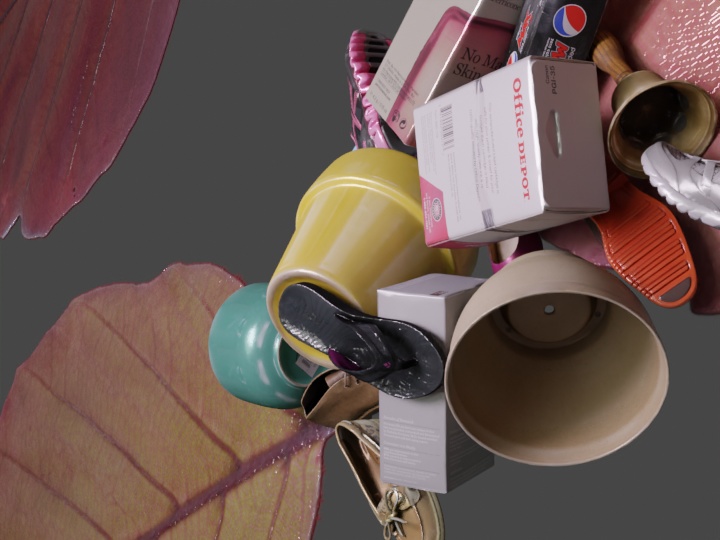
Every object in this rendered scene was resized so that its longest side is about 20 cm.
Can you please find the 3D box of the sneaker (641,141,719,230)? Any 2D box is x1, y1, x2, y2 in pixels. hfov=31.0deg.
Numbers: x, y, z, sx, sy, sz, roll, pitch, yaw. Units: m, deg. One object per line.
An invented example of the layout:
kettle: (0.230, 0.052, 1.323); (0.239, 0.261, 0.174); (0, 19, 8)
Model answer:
sneaker: (0.333, -0.069, 1.126); (0.200, 0.075, 0.082); (39, 107, 38)

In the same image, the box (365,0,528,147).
box: (0.117, -0.233, 1.409); (0.200, 0.128, 0.109); (-61, 39, 25)

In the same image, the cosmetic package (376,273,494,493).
cosmetic package: (0.077, 0.109, 1.293); (0.090, 0.107, 0.200); (2, 98, 34)

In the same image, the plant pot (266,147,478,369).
plant pot: (0.000, 0.000, 1.393); (0.201, 0.201, 0.189); (-33, 14, 46)

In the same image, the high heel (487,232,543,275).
high heel: (0.136, -0.058, 1.365); (0.067, 0.096, 0.200); (-19, 66, 51)

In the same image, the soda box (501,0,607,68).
soda box: (0.193, -0.232, 1.315); (0.071, 0.063, 0.200); (-100, 25, -59)

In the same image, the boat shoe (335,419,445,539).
boat shoe: (0.030, 0.248, 1.467); (0.073, 0.063, 0.200); (-61, 40, 24)

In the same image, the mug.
mug: (-0.097, 0.079, 1.602); (0.114, 0.152, 0.185); (6, 105, 55)

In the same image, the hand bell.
hand bell: (0.258, -0.186, 1.259); (0.104, 0.104, 0.200); (-58, 28, 28)

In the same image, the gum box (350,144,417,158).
gum box: (0.036, -0.093, 1.559); (0.200, 0.044, 0.170); (-55, 41, 30)

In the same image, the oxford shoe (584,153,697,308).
oxford shoe: (0.259, -0.033, 1.218); (0.071, 0.073, 0.200); (-33, 50, 8)

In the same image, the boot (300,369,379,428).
boot: (0.003, 0.125, 1.527); (0.200, 0.075, 0.074); (-49, 44, 35)

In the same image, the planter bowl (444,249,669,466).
planter bowl: (0.179, 0.065, 1.218); (0.200, 0.200, 0.135); (-56, 14, 30)

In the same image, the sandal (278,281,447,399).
sandal: (-0.007, 0.073, 1.252); (0.200, 0.048, 0.075); (22, 114, 31)

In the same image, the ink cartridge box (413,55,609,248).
ink cartridge box: (0.141, -0.107, 1.246); (0.200, 0.083, 0.147); (-15, 78, 59)

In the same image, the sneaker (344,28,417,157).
sneaker: (0.012, -0.193, 1.529); (0.095, 0.079, 0.200); (-50, 41, 48)
